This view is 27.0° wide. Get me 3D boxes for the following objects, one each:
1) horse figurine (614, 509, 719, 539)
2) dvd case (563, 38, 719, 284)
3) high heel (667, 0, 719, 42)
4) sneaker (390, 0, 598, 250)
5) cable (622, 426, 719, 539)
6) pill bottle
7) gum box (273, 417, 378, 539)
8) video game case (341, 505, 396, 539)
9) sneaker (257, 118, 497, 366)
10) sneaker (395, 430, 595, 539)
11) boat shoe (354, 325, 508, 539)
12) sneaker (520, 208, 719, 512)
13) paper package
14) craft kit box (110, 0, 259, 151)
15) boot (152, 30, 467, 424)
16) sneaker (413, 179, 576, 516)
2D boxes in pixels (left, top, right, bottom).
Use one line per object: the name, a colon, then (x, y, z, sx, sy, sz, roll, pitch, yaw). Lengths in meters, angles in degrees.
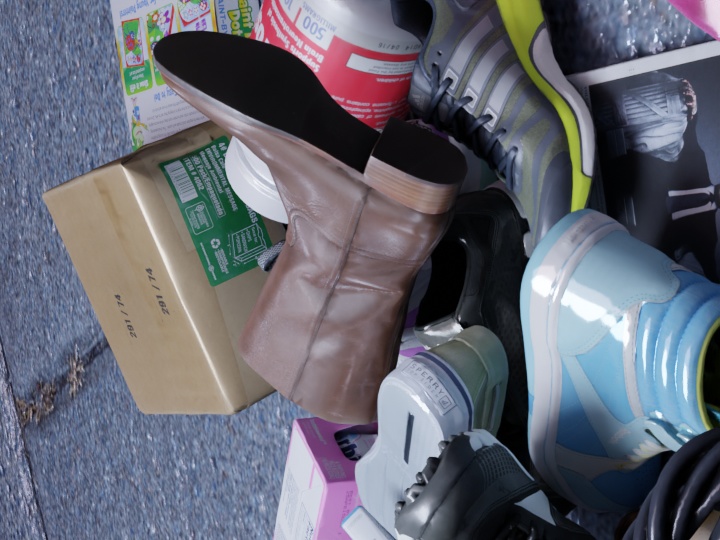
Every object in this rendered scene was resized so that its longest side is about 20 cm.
horse figurine: (0.184, 0.168, 0.741, 0.200, 0.050, 0.134, 24, 126, 52)
dvd case: (0.175, -0.035, 0.725, 0.200, 0.025, 0.152, -4, 94, 61)
high heel: (0.122, -0.144, 0.733, 0.199, 0.067, 0.097, 4, 82, 47)
sneaker: (0.068, -0.084, 0.798, 0.074, 0.080, 0.201, 95, 163, -53)
cable: (0.198, 0.160, 0.628, 0.051, 0.162, 0.201, -33, -73, -81)
pill bottle: (-0.019, -0.124, 0.942, 0.113, 0.112, 0.200, 62, 145, 28)
gum box: (0.006, 0.181, 0.974, 0.066, 0.113, 0.201, -123, 37, -51)
video game case: (0.076, 0.211, 0.766, 0.143, 0.018, 0.200, 49, 174, -36)
sneaker: (0.000, 0.000, 0.915, 0.078, 0.139, 0.201, 38, 129, 49)
sneaker: (0.079, 0.135, 0.733, 0.090, 0.067, 0.200, 33, 172, 24)
boat shoe: (0.044, 0.102, 0.821, 0.072, 0.062, 0.200, 49, 156, 21)
sneaker: (0.148, 0.073, 0.725, 0.130, 0.079, 0.201, 29, 151, 37)
paper package: (-0.130, 0.002, 1.132, 0.190, 0.103, 0.201, -8, 107, 59)
craft kit box: (-0.138, -0.166, 1.203, 0.200, 0.048, 0.199, -2, 94, 60)
boot: (-0.048, -0.015, 0.831, 0.186, 0.064, 0.201, 29, 134, 10)
sneaker: (0.072, 0.049, 0.857, 0.066, 0.090, 0.202, -12, 88, 60)
